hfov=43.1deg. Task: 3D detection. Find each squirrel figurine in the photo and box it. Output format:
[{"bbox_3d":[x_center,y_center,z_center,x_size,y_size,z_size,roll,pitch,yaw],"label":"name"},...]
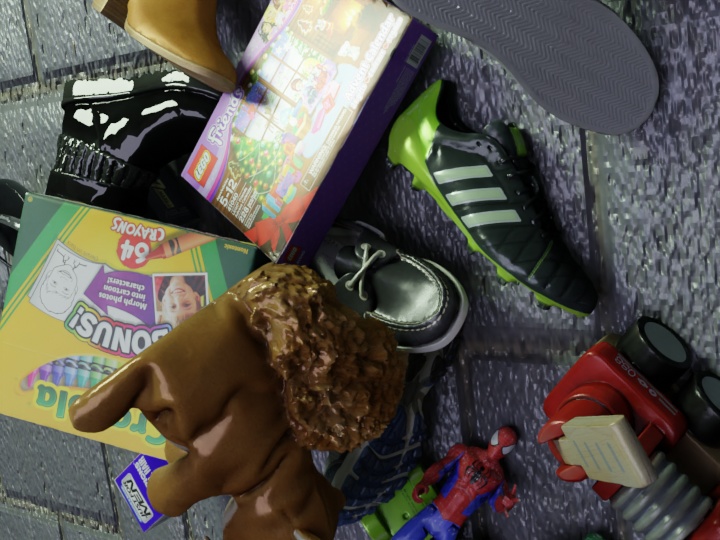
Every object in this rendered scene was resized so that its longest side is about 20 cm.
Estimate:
[{"bbox_3d":[-0.056,0.105,0.619,0.198,0.142,0.188,-34,93,6],"label":"squirrel figurine"}]

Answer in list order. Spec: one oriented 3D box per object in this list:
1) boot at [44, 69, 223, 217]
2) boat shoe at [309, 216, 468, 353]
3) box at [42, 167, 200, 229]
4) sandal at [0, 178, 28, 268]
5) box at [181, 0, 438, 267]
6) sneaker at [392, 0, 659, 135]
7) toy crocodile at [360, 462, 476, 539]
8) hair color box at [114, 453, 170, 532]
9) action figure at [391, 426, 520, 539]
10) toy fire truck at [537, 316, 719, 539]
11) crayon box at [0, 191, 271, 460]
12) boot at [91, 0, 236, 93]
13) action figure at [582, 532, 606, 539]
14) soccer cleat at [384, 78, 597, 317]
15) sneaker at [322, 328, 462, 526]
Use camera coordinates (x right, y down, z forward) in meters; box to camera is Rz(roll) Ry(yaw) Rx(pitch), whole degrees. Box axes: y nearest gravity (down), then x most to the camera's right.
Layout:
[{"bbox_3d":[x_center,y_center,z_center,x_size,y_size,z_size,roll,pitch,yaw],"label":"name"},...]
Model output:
[{"bbox_3d":[-0.188,-0.081,0.794,0.207,0.079,0.162,2,77,26],"label":"boot"},{"bbox_3d":[0.000,0.000,0.693,0.075,0.060,0.199,-54,41,-3],"label":"boat shoe"},{"bbox_3d":[-0.257,-0.040,0.924,0.158,0.051,0.201,50,127,16],"label":"box"},{"bbox_3d":[-0.344,-0.027,0.937,0.199,0.042,0.077,40,124,25],"label":"sandal"},{"bbox_3d":[-0.045,-0.122,0.694,0.136,0.039,0.202,39,104,35],"label":"box"},{"bbox_3d":[0.104,-0.172,0.598,0.198,0.116,0.074,30,117,-15],"label":"sneaker"},{"bbox_3d":[0.055,0.222,0.753,0.067,0.062,0.201,-37,77,1],"label":"toy crocodile"},{"bbox_3d":[-0.133,0.155,0.844,0.065,0.109,0.200,53,126,12],"label":"hair color box"},{"bbox_3d":[0.053,0.198,0.679,0.065,0.099,0.201,37,85,12],"label":"action figure"},{"bbox_3d":[0.180,0.125,0.538,0.176,0.198,0.130,46,125,18],"label":"toy fire truck"},{"bbox_3d":[-0.184,0.046,0.728,0.195,0.058,0.177,13,91,9],"label":"crayon box"},{"bbox_3d":[-0.133,-0.240,0.728,0.200,0.070,0.145,38,97,36],"label":"boot"},{"bbox_3d":[0.125,0.278,0.691,0.116,0.055,0.202,26,105,-19],"label":"action figure"},{"bbox_3d":[0.100,-0.053,0.642,0.200,0.067,0.081,47,112,18],"label":"soccer cleat"},{"bbox_3d":[0.010,0.103,0.730,0.084,0.076,0.203,25,90,42],"label":"sneaker"}]
